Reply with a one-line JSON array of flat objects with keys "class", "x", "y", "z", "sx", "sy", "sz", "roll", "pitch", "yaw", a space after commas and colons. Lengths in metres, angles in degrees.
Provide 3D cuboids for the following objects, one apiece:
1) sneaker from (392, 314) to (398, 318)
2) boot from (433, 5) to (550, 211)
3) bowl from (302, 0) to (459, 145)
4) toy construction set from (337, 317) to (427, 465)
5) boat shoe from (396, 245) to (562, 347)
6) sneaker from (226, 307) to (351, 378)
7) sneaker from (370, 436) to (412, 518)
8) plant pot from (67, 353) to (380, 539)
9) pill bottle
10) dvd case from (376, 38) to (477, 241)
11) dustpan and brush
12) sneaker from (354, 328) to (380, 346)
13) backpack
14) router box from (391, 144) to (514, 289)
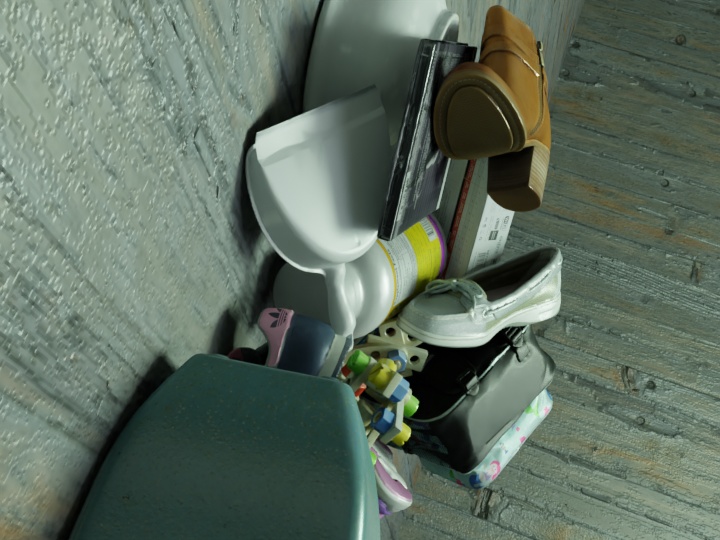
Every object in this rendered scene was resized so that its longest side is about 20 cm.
[{"class": "sneaker", "x": 0.044, "y": 0.094, "z": 1.249, "sx": 0.200, "sy": 0.077, "sz": 0.142, "roll": -8, "pitch": 116, "yaw": -77}, {"class": "boot", "x": 0.113, "y": -0.159, "z": 0.865, "sx": 0.200, "sy": 0.072, "sz": 0.157, "roll": 49, "pitch": 43, "yaw": -59}, {"class": "bowl", "x": 0.028, "y": -0.183, "z": 0.880, "sx": 0.201, "sy": 0.089, "sz": 0.205, "roll": 18, "pitch": 90, "yaw": -78}, {"class": "toy construction set", "x": 0.000, "y": 0.102, "z": 0.923, "sx": 0.131, "sy": 0.092, "sz": 0.200, "roll": -47, "pitch": -176, "yaw": 17}, {"class": "boat shoe", "x": 0.117, "y": 0.023, "z": 0.979, "sx": 0.199, "sy": 0.074, "sz": 0.066, "roll": -11, "pitch": 116, "yaw": -34}, {"class": "sneaker", "x": -0.086, "y": 0.104, "z": 0.860, "sx": 0.201, "sy": 0.081, "sz": 0.071, "roll": -54, "pitch": -169, "yaw": 33}, {"class": "sneaker", "x": -0.013, "y": 0.200, "z": 1.021, "sx": 0.088, "sy": 0.081, "sz": 0.200, "roll": -44, "pitch": -167, "yaw": 3}, {"class": "plant pot", "x": -0.075, "y": 0.174, "z": 0.708, "sx": 0.197, "sy": 0.192, "sz": 0.203, "roll": 78, "pitch": 24, "yaw": -68}, {"class": "pill bottle", "x": 0.000, "y": 0.000, "z": 0.955, "sx": 0.199, "sy": 0.103, "sz": 0.106, "roll": -28, "pitch": 137, "yaw": -59}, {"class": "dvd case", "x": 0.058, "y": -0.113, "z": 0.853, "sx": 0.200, "sy": 0.016, "sz": 0.151, "roll": -35, "pitch": 138, "yaw": -71}, {"class": "dustpan and brush", "x": -0.022, "y": -0.027, "z": 0.810, "sx": 0.139, "sy": 0.057, "sz": 0.203, "roll": -28, "pitch": 110, "yaw": -38}, {"class": "sneaker", "x": -0.004, "y": 0.083, "z": 1.063, "sx": 0.201, "sy": 0.089, "sz": 0.079, "roll": -51, "pitch": 168, "yaw": -36}, {"class": "backpack", "x": 0.092, "y": 0.122, "z": 1.090, "sx": 0.177, "sy": 0.198, "sz": 0.152, "roll": -44, "pitch": 123, "yaw": -27}, {"class": "router box", "x": 0.078, "y": -0.084, "z": 1.057, "sx": 0.048, "sy": 0.179, "sz": 0.203, "roll": -7, "pitch": 121, "yaw": -39}]
